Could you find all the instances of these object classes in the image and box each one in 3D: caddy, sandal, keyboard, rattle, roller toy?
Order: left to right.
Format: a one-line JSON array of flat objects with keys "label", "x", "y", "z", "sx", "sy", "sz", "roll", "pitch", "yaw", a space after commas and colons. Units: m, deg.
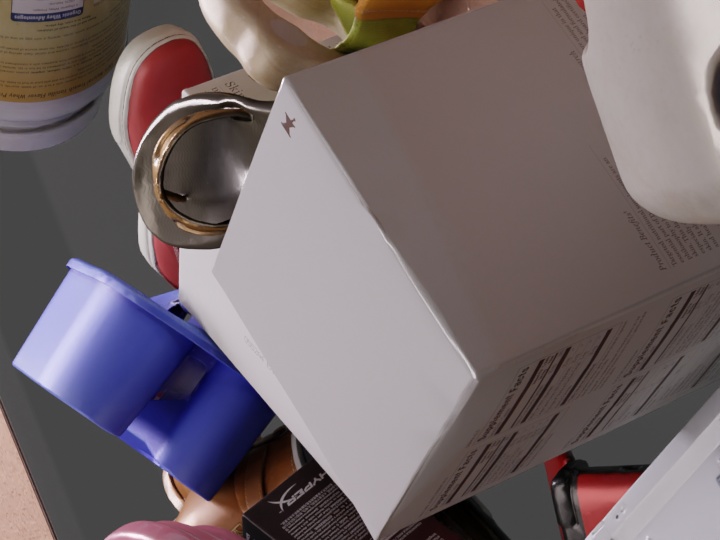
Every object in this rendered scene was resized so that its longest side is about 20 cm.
[{"label": "caddy", "x": -0.122, "y": 0.055, "z": 1.342, "sx": 0.141, "sy": 0.105, "sz": 0.200, "roll": 36, "pitch": 173, "yaw": -21}, {"label": "sandal", "x": -0.068, "y": -0.044, "z": 1.101, "sx": 0.200, "sy": 0.054, "sz": 0.082, "roll": 5, "pitch": 110, "yaw": 57}, {"label": "rattle", "x": -0.018, "y": -0.177, "z": 1.143, "sx": 0.201, "sy": 0.129, "sz": 0.143, "roll": -104, "pitch": 24, "yaw": -51}, {"label": "keyboard", "x": 0.164, "y": 0.084, "z": 0.987, "sx": 0.200, "sy": 0.011, "sz": 0.056, "roll": -55, "pitch": 51, "yaw": 36}, {"label": "roller toy", "x": 0.161, "y": -0.096, "z": 0.755, "sx": 0.200, "sy": 0.182, "sz": 0.141, "roll": -2, "pitch": 109, "yaw": 60}]

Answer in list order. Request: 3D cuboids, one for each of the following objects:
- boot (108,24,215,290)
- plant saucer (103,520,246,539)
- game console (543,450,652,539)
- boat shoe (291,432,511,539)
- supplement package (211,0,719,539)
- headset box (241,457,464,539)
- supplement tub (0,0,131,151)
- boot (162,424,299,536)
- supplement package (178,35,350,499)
[{"label": "boot", "x": -0.084, "y": -0.043, "z": 1.355, "sx": 0.144, "sy": 0.072, "sz": 0.201, "roll": 43, "pitch": 151, "yaw": 38}, {"label": "plant saucer", "x": -0.065, "y": 0.215, "z": 1.213, "sx": 0.200, "sy": 0.051, "sz": 0.201, "roll": 34, "pitch": 144, "yaw": 30}, {"label": "game console", "x": 0.164, "y": 0.171, "z": 1.120, "sx": 0.171, "sy": 0.119, "sz": 0.201, "roll": -6, "pitch": 108, "yaw": 29}, {"label": "boat shoe", "x": 0.039, "y": 0.143, "z": 1.271, "sx": 0.200, "sy": 0.075, "sz": 0.060, "roll": 45, "pitch": 144, "yaw": 15}, {"label": "supplement package", "x": 0.068, "y": -0.013, "z": 0.961, "sx": 0.152, "sy": 0.199, "sz": 0.151, "roll": 57, "pitch": 150, "yaw": 20}, {"label": "headset box", "x": 0.031, "y": 0.212, "z": 1.201, "sx": 0.199, "sy": 0.077, "sz": 0.149, "roll": 32, "pitch": 143, "yaw": 30}, {"label": "supplement tub", "x": -0.212, "y": -0.185, "z": 1.395, "sx": 0.145, "sy": 0.144, "sz": 0.201, "roll": 52, "pitch": 148, "yaw": 27}, {"label": "boot", "x": -0.062, "y": 0.123, "z": 1.406, "sx": 0.155, "sy": 0.200, "sz": 0.077, "roll": -39, "pitch": 95, "yaw": 27}, {"label": "supplement package", "x": 0.000, "y": 0.000, "z": 1.187, "sx": 0.200, "sy": 0.110, "sz": 0.156, "roll": 46, "pitch": 145, "yaw": 35}]
